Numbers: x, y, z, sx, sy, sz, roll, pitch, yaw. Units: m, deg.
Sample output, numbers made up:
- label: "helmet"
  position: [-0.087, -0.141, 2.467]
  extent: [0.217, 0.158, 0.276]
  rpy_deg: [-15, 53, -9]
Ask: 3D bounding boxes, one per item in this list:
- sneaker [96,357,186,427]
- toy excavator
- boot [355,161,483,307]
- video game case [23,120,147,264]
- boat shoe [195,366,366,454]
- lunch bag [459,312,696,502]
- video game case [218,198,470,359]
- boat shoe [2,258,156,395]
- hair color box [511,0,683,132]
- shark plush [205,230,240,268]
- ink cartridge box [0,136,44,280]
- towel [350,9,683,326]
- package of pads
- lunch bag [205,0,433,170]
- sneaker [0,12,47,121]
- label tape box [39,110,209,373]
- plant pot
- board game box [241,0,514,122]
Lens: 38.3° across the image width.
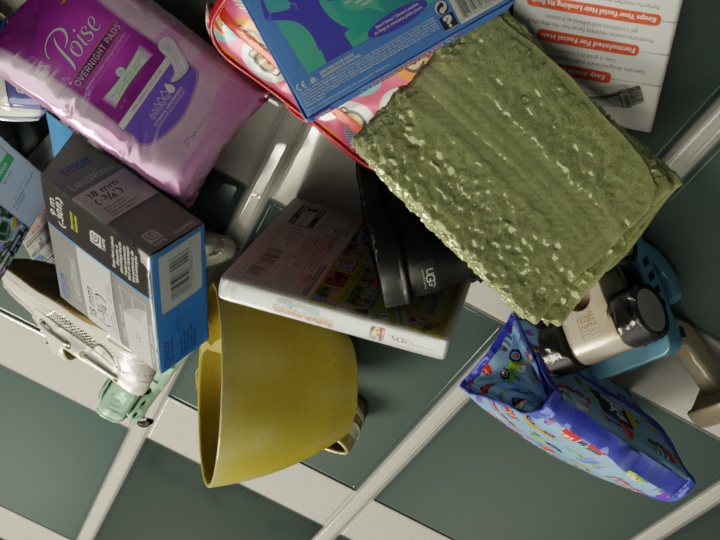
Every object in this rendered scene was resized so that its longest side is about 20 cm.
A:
- label: "sneaker"
  position: [-0.222, 0.102, 1.065]
  extent: [0.074, 0.119, 0.200]
  rpy_deg: [30, 161, 0]
- label: "toy excavator"
  position: [0.246, 0.046, 0.885]
  extent: [0.100, 0.199, 0.195]
  rpy_deg: [-30, 73, 42]
- label: "boot"
  position: [0.086, -0.047, 0.829]
  extent: [0.167, 0.200, 0.077]
  rpy_deg: [-11, 120, -2]
- label: "video game case"
  position: [-0.261, -0.042, 0.995]
  extent: [0.200, 0.022, 0.183]
  rpy_deg: [-32, 85, 41]
- label: "boat shoe"
  position: [-0.096, 0.152, 1.144]
  extent: [0.199, 0.076, 0.072]
  rpy_deg: [13, 137, 11]
- label: "lunch bag"
  position: [0.192, 0.134, 0.910]
  extent: [0.150, 0.200, 0.094]
  rpy_deg: [34, 94, -13]
- label: "video game case"
  position: [0.000, 0.000, 0.866]
  extent: [0.181, 0.200, 0.023]
  rpy_deg: [15, 114, 8]
- label: "boat shoe"
  position: [-0.269, 0.053, 0.969]
  extent: [0.199, 0.071, 0.070]
  rpy_deg: [30, 111, 26]
- label: "hair color box"
  position: [0.162, -0.198, 0.693]
  extent: [0.110, 0.064, 0.201]
  rpy_deg: [13, 135, 12]
- label: "shark plush"
  position: [-0.218, 0.001, 1.049]
  extent: [0.199, 0.091, 0.083]
  rpy_deg: [-28, 159, 32]
- label: "ink cartridge box"
  position: [-0.360, -0.081, 0.899]
  extent: [0.050, 0.109, 0.200]
  rpy_deg: [17, 162, 24]
- label: "towel"
  position: [0.106, -0.070, 0.714]
  extent: [0.200, 0.036, 0.148]
  rpy_deg: [41, 96, -8]
- label: "package of pads"
  position: [-0.184, -0.156, 0.838]
  extent: [0.200, 0.076, 0.121]
  rpy_deg: [36, 92, -16]
- label: "lunch bag"
  position: [-0.012, -0.172, 0.785]
  extent: [0.200, 0.082, 0.176]
  rpy_deg: [37, 140, -13]
- label: "sneaker"
  position: [-0.343, -0.212, 0.876]
  extent: [0.199, 0.081, 0.115]
  rpy_deg: [24, 140, 1]
- label: "label tape box"
  position: [-0.221, -0.024, 0.889]
  extent: [0.200, 0.063, 0.145]
  rpy_deg: [33, 141, 24]
- label: "plant pot"
  position: [-0.082, 0.113, 1.039]
  extent: [0.141, 0.201, 0.201]
  rpy_deg: [1, 140, -15]
- label: "board game box"
  position: [-0.016, -0.219, 0.655]
  extent: [0.152, 0.045, 0.201]
  rpy_deg: [-28, 95, 5]
